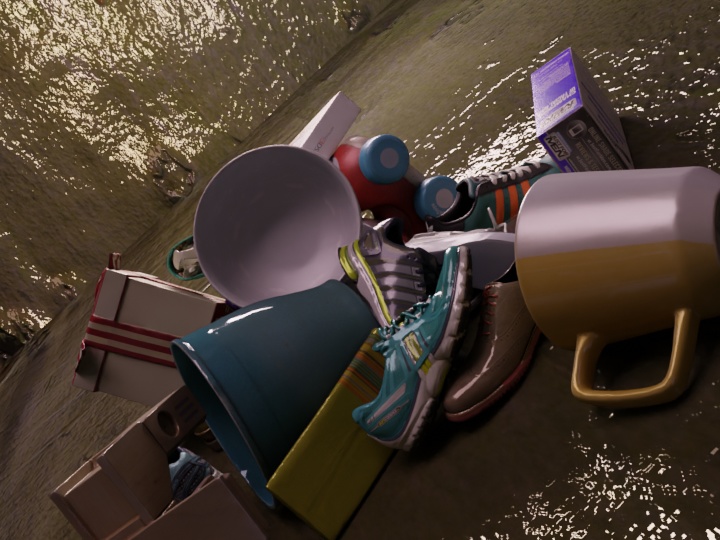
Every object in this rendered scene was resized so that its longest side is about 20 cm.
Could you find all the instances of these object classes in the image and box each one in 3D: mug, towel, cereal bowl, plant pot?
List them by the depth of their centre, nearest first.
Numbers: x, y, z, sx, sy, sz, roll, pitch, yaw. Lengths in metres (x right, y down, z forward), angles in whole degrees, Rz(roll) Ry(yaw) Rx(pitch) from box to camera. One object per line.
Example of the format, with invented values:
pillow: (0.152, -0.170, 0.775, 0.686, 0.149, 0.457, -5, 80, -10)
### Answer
mug: (0.232, 0.002, 0.770, 0.152, 0.189, 0.149, -9, 3, 43)
towel: (-0.006, 0.155, 0.931, 0.200, 0.086, 0.018, -53, 9, -28)
plant pot: (-0.069, 0.113, 1.014, 0.187, 0.201, 0.200, -31, 15, -19)
cereal bowl: (-0.091, -0.043, 1.138, 0.200, 0.200, 0.083, -42, -11, 1)

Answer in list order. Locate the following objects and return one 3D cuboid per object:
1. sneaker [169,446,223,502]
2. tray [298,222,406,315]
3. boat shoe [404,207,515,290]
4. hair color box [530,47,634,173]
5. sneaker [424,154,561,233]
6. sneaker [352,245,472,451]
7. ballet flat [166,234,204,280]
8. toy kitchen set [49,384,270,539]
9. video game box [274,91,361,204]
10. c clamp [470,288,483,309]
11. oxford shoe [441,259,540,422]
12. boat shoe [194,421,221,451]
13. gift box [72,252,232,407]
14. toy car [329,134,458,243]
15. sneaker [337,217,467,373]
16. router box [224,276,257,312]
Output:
sneaker: (-0.230, 0.244, 1.184, 0.078, 0.086, 0.199, -51, 21, -27)
tray: (0.000, 0.000, 1.152, 0.199, 0.022, 0.108, 29, 75, 39)
boat shoe: (0.130, -0.022, 1.040, 0.201, 0.075, 0.086, -6, 33, 40)
hair color box: (0.248, -0.164, 1.084, 0.065, 0.109, 0.201, -34, 20, 22)
sneaker: (0.163, -0.088, 1.120, 0.200, 0.080, 0.071, -39, 17, -8)
sneaker: (0.053, 0.067, 0.898, 0.078, 0.079, 0.202, 38, -106, -78)
ballet flat: (-0.199, -0.025, 1.270, 0.070, 0.068, 0.199, -21, -2, -39)
toy kitchen set: (-0.147, 0.220, 0.937, 0.163, 0.201, 0.180, -36, 4, 20)
video game box: (-0.097, -0.128, 1.309, 0.182, 0.047, 0.201, -34, 21, 49)
c clamp: (0.068, 0.052, 1.113, 0.171, 0.027, 0.200, -43, 17, -19)
oxford shoe: (0.128, 0.051, 0.905, 0.200, 0.075, 0.070, -52, 23, -23)
boat shoe: (-0.157, 0.143, 1.287, 0.072, 0.068, 0.201, -20, 29, 49)
gift box: (-0.289, 0.087, 1.323, 0.200, 0.185, 0.186, 69, -143, -82)
toy car: (0.006, -0.054, 1.263, 0.201, 0.176, 0.184, -59, 16, -10)
sneaker: (0.053, 0.023, 0.987, 0.081, 0.074, 0.200, -46, 60, 15)
router box: (-0.077, 0.022, 1.266, 0.051, 0.149, 0.201, -27, 23, 36)
